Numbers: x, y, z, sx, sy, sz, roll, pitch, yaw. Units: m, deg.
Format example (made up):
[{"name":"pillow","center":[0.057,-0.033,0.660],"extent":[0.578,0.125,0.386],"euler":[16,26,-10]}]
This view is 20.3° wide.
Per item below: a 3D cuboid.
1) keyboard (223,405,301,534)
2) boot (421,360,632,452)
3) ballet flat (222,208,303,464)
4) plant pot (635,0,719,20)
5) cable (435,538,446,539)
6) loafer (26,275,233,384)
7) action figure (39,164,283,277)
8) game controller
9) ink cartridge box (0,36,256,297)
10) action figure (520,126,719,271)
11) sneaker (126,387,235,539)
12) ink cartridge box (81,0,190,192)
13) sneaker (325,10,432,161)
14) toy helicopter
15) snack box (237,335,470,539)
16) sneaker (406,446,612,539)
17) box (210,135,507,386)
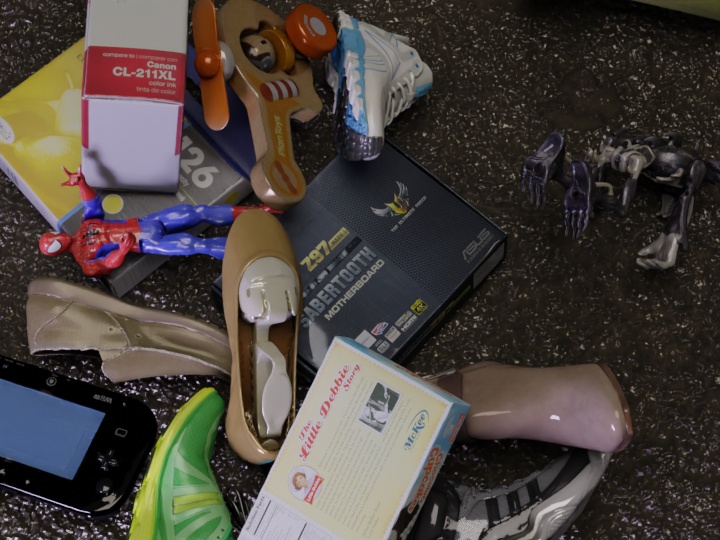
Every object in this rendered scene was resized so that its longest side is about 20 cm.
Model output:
[{"name":"keyboard","center":[-0.037,0.207,1.588],"extent":[0.127,0.021,0.201],"euler":[-26,69,-10]},{"name":"boot","center":[0.115,0.108,1.542],"extent":[0.145,0.200,0.071],"euler":[-5,93,-7]},{"name":"ballet flat","center":[-0.070,0.052,1.569],"extent":[0.068,0.063,0.201],"euler":[-3,93,-23]},{"name":"plant pot","center":[0.257,-0.305,1.717],"extent":[0.183,0.200,0.201],"euler":[19,69,-4]},{"name":"cable","center":[0.063,0.300,1.489],"extent":[0.162,0.051,0.201],"euler":[3,95,-4]},{"name":"loafer","center":[-0.178,0.063,1.620],"extent":[0.199,0.076,0.068],"euler":[17,81,3]},{"name":"action figure","center":[-0.164,-0.041,1.604],"extent":[0.199,0.099,0.066],"euler":[-7,66,4]},{"name":"game controller","center":[-0.263,0.128,1.599],"extent":[0.199,0.042,0.105],"euler":[17,70,14]},{"name":"ink cartridge box","center":[-0.193,-0.111,1.705],"extent":[0.200,0.047,0.198],"euler":[-40,73,-12]},{"name":"action figure","center":[0.220,-0.065,1.655],"extent":[0.199,0.103,0.119],"euler":[-4,28,-42]},{"name":"sneaker","center":[-0.136,0.191,1.574],"extent":[0.083,0.074,0.201],"euler":[16,69,-9]},{"name":"ink cartridge box","center":[-0.182,-0.186,1.636],"extent":[0.082,0.146,0.201],"euler":[3,63,-6]},{"name":"sneaker","center":[0.020,-0.155,1.674],"extent":[0.086,0.075,0.200],"euler":[8,34,-9]},{"name":"toy helicopter","center":[-0.082,-0.139,1.628],"extent":[0.132,0.079,0.201],"euler":[20,48,-40]},{"name":"snack box","center":[-0.011,0.164,1.526],"extent":[0.116,0.037,0.201],"euler":[28,95,28]},{"name":"sneaker","center":[0.101,0.179,1.566],"extent":[0.114,0.076,0.200],"euler":[42,75,13]},{"name":"box","center":[0.000,0.000,1.653],"extent":[0.158,0.051,0.200],"euler":[39,72,18]}]
